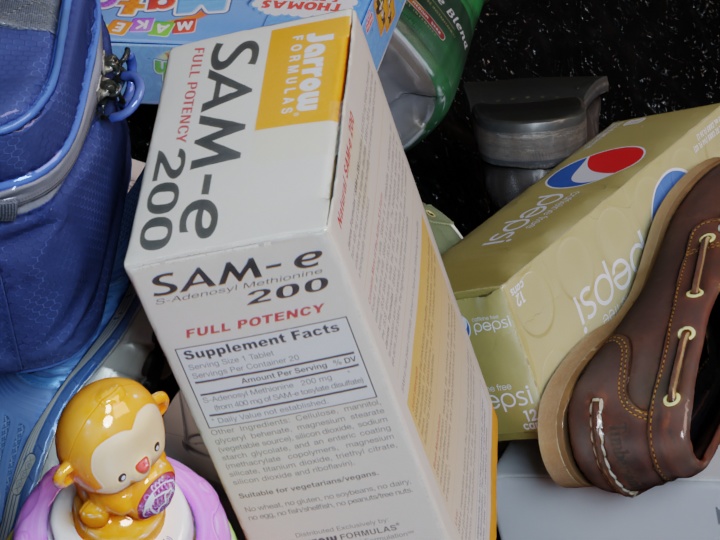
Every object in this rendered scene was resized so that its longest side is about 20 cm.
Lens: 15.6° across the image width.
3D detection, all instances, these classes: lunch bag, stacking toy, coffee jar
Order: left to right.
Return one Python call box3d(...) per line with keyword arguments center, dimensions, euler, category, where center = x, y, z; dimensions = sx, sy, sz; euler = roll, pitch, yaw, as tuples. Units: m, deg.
box3d(center=(-0.170, -0.053, 0.912), dimensions=(0.133, 0.199, 0.136), euler=(79, 10, -46), category="lunch bag")
box3d(center=(-0.077, 0.096, 0.848), dimensions=(0.116, 0.200, 0.110), euler=(-36, 64, -27), category="stacking toy")
box3d(center=(0.019, -0.148, 1.319), dimensions=(0.104, 0.085, 0.200), euler=(44, 37, -14), category="coffee jar")

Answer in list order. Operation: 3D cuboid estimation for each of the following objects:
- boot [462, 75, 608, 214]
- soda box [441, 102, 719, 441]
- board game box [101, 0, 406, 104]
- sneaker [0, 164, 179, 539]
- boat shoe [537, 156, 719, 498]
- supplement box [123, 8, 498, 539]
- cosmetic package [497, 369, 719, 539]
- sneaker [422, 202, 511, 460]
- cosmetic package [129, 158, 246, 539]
box3d(center=(0.084, 0.001, 1.252), dimensions=(0.200, 0.069, 0.175), euler=(-55, 142, -75), category="boot")
box3d(center=(0.094, -0.001, 1.103), dimensions=(0.200, 0.064, 0.068), euler=(-37, 112, -48), category="soda box")
box3d(center=(-0.050, -0.143, 1.200), dimensions=(0.200, 0.150, 0.037), euler=(-68, 157, -50), category="board game box")
box3d(center=(-0.107, 0.018, 0.986), dimensions=(0.089, 0.201, 0.079), euler=(24, -11, 18), category="sneaker")
box3d(center=(0.144, 0.020, 1.056), dimensions=(0.071, 0.070, 0.200), euler=(60, 43, -25), category="boat shoe")
box3d(center=(-0.011, 0.028, 0.928), dimensions=(0.126, 0.073, 0.201), euler=(-84, 159, -51), category="supplement box")
box3d(center=(0.158, 0.123, 1.155), dimensions=(0.200, 0.122, 0.200), euler=(-53, 135, -54), category="cosmetic package")
box3d(center=(0.000, 0.000, 1.108), dimensions=(0.200, 0.067, 0.090), euler=(42, 40, -29), category="sneaker")
box3d(center=(-0.049, 0.042, 1.120), dimensions=(0.199, 0.052, 0.152), euler=(16, 52, -40), category="cosmetic package")
